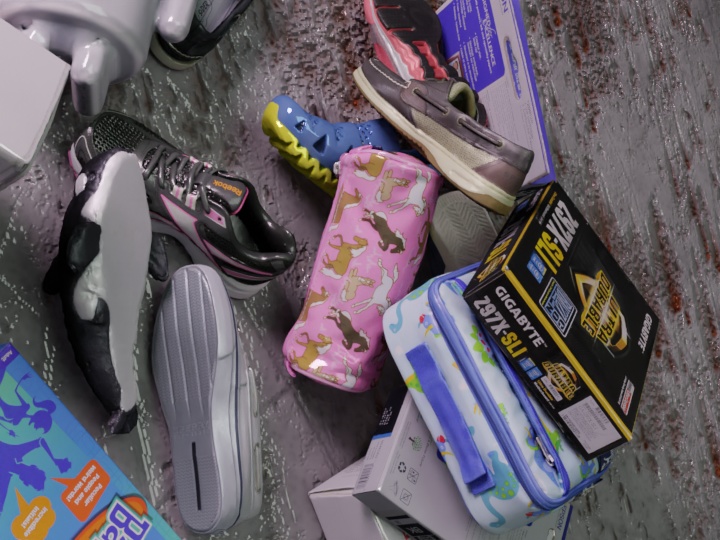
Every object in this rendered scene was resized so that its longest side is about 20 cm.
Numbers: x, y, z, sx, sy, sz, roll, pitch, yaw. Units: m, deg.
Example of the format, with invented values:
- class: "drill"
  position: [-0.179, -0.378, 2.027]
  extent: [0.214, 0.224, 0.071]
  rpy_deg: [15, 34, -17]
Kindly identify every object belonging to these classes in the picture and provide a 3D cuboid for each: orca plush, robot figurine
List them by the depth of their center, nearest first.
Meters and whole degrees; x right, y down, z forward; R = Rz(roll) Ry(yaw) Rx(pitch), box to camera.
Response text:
- class: "orca plush"
  position: [-0.194, 0.015, 0.836]
  extent: [0.105, 0.070, 0.203]
  rpy_deg: [-31, 117, -59]
- class: "robot figurine"
  position: [-0.202, -0.219, 0.845]
  extent: [0.167, 0.113, 0.203]
  rpy_deg: [13, 70, -11]

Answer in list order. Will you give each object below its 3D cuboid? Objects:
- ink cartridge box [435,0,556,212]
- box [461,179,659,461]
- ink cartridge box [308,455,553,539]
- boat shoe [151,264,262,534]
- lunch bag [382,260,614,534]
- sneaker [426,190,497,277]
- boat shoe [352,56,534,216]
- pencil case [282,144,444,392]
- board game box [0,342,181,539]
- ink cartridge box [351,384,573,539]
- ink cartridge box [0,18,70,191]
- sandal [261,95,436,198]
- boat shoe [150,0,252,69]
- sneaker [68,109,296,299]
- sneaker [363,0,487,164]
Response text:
- class: "ink cartridge box"
  position: [0.125, -0.165, 1.053]
  extent: [0.043, 0.200, 0.201]
  rpy_deg: [-11, 86, -17]
- class: "box"
  position: [0.167, 0.032, 0.915]
  extent: [0.160, 0.049, 0.200]
  rpy_deg: [51, 30, -6]
- class: "ink cartridge box"
  position: [0.069, 0.210, 0.988]
  extent: [0.199, 0.083, 0.147]
  rpy_deg: [-25, 95, -41]
- class: "boat shoe"
  position: [-0.113, 0.098, 0.883]
  extent: [0.066, 0.073, 0.203]
  rpy_deg: [5, 83, -58]
- class: "lunch bag"
  position: [0.109, 0.096, 0.900]
  extent: [0.160, 0.082, 0.202]
  rpy_deg: [-10, 70, -55]
- class: "sneaker"
  position: [0.113, 0.030, 1.049]
  extent: [0.074, 0.085, 0.202]
  rpy_deg: [-13, 70, -8]
- class: "boat shoe"
  position: [0.070, -0.124, 0.939]
  extent: [0.071, 0.066, 0.201]
  rpy_deg: [24, 20, -51]
- class: "pencil case"
  position: [0.000, 0.000, 0.934]
  extent: [0.082, 0.086, 0.203]
  rpy_deg: [4, 105, -61]
- class: "board game box"
  position: [-0.231, 0.175, 0.771]
  extent: [0.201, 0.045, 0.152]
  rpy_deg: [53, 52, -19]
- class: "ink cartridge box"
  position: [0.087, 0.187, 0.929]
  extent: [0.199, 0.039, 0.100]
  rpy_deg: [39, 54, -23]
- class: "ink cartridge box"
  position: [-0.296, -0.122, 0.677]
  extent: [0.199, 0.145, 0.086]
  rpy_deg: [36, 56, -31]
- class: "sandal"
  position: [-0.002, -0.099, 0.994]
  extent: [0.199, 0.079, 0.088]
  rpy_deg: [33, 95, -38]
- class: "boat shoe"
  position: [-0.112, -0.258, 0.961]
  extent: [0.074, 0.066, 0.201]
  rpy_deg: [43, 56, -23]
- class: "sneaker"
  position: [-0.126, -0.060, 0.888]
  extent: [0.199, 0.086, 0.081]
  rpy_deg: [35, 57, -28]
- class: "sneaker"
  position: [0.040, -0.181, 1.072]
  extent: [0.073, 0.087, 0.202]
  rpy_deg: [-3, 58, -36]
